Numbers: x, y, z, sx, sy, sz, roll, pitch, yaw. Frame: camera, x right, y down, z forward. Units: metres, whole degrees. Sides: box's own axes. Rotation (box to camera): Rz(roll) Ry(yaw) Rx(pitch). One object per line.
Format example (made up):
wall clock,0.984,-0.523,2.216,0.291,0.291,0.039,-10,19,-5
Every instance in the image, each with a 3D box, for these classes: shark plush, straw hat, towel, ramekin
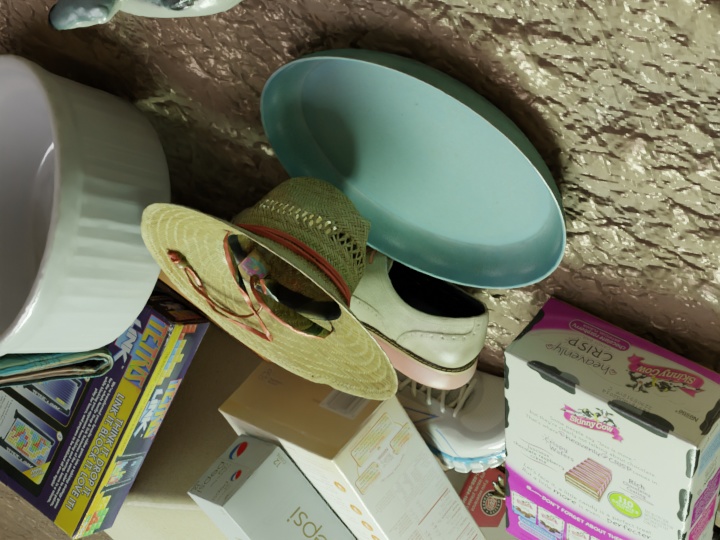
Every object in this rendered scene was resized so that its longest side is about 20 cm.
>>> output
shark plush,-0.095,-0.171,0.670,0.199,0.091,0.084,14,120,43
straw hat,-0.038,-0.011,0.813,0.200,0.085,0.201,31,159,13
towel,-0.292,0.045,0.968,0.199,0.146,0.022,23,113,44
ramekin,-0.216,-0.037,0.896,0.097,0.202,0.200,9,175,-43

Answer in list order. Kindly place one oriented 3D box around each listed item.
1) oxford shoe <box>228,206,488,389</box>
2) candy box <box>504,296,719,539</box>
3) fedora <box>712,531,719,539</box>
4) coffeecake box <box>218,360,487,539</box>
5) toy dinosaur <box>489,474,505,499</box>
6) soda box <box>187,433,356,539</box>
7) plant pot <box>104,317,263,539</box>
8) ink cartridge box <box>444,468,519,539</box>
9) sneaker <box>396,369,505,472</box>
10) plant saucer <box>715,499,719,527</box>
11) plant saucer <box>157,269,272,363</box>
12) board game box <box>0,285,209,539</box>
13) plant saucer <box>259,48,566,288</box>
oxford shoe,0.000,0.000,0.893,0.199,0.071,0.074,27,134,8
candy box,0.165,0.127,0.865,0.136,0.061,0.201,26,144,28
fedora,0.285,0.283,1.030,0.199,0.092,0.201,22,153,12
coffeecake box,0.001,0.169,1.023,0.153,0.073,0.201,14,143,51
toy dinosaur,0.157,0.168,1.016,0.101,0.058,0.200,14,150,31
soda box,-0.040,0.220,1.004,0.200,0.064,0.068,53,157,-20
plant pot,-0.104,0.174,1.182,0.176,0.201,0.200,5,146,28
ink cartridge box,0.138,0.279,1.137,0.199,0.146,0.085,34,154,-7
sneaker,0.049,0.094,0.988,0.199,0.075,0.087,-1,134,49
plant saucer,0.286,0.146,0.865,0.199,0.030,0.201,25,154,13
plant saucer,-0.120,0.009,0.986,0.200,0.038,0.200,36,173,5
board game box,-0.236,0.087,1.073,0.165,0.201,0.057,32,-168,20
plant saucer,0.033,-0.061,0.769,0.199,0.028,0.201,25,154,13
